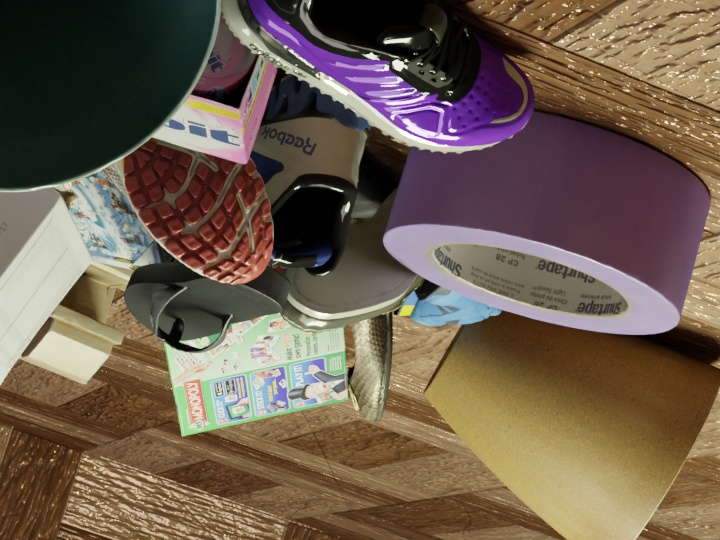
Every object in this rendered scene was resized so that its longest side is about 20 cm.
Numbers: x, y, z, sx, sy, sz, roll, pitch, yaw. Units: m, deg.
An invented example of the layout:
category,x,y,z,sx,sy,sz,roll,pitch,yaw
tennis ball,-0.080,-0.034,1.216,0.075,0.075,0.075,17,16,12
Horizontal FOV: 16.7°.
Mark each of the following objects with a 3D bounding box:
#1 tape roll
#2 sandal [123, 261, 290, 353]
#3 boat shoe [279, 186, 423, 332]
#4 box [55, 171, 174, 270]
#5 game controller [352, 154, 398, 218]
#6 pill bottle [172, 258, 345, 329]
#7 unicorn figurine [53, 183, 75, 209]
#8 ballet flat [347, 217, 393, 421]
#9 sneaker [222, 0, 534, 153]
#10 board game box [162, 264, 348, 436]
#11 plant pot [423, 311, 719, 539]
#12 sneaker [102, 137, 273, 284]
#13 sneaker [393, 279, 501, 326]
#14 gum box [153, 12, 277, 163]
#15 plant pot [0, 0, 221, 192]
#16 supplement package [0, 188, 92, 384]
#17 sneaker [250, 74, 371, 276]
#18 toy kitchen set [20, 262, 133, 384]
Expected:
category,x,y,z,sx,sy,sz,roll,pitch,yaw
tape roll,0.121,-0.031,1.602,0.200,0.085,0.200,17,167,4
sandal,-0.112,0.025,1.642,0.076,0.043,0.200,24,164,-16
boat shoe,0.002,0.002,1.685,0.072,0.060,0.202,40,-145,10
box,-0.204,-0.086,1.709,0.137,0.040,0.200,13,142,16
game controller,-0.052,-0.083,1.723,0.104,0.042,0.200,-7,157,26
pill bottle,-0.092,-0.009,1.871,0.120,0.120,0.200,10,166,27
unicorn figurine,-0.245,-0.105,1.598,0.137,0.074,0.200,30,154,9
ballet flat,0.001,0.034,1.885,0.046,0.067,0.200,1,130,3
sneaker,0.026,-0.124,1.370,0.200,0.070,0.100,22,161,-26
board game box,-0.079,0.053,1.829,0.135,0.029,0.200,-11,150,-5
plant pot,0.159,0.111,1.982,0.200,0.186,0.186,30,166,0
sneaker,-0.125,-0.075,1.541,0.200,0.078,0.082,50,177,5
sneaker,0.077,0.003,1.848,0.078,0.066,0.200,10,170,-6
gum box,-0.153,-0.134,1.439,0.200,0.066,0.114,16,167,3
plant pot,-0.189,-0.160,1.294,0.200,0.200,0.135,26,-162,-36
supplement package,-0.255,-0.013,1.568,0.110,0.114,0.200,35,170,6
sneaker,-0.063,-0.048,1.600,0.081,0.115,0.199,19,153,-30
toy kitchen set,-0.185,-0.002,1.922,0.200,0.163,0.180,25,164,-34
